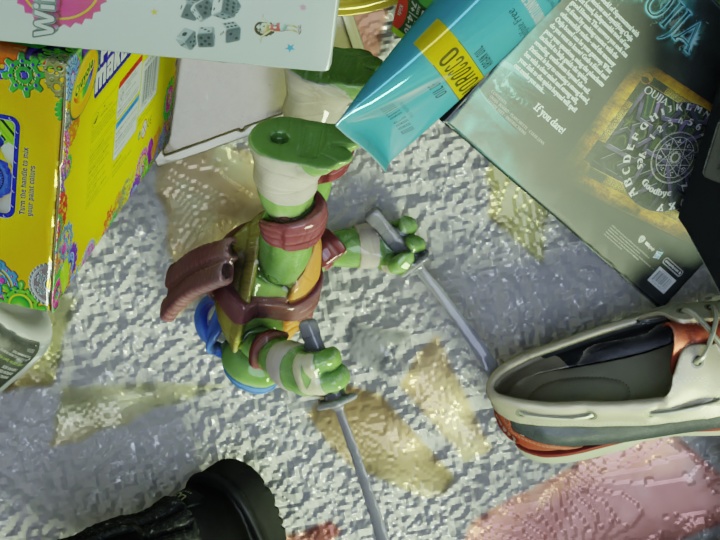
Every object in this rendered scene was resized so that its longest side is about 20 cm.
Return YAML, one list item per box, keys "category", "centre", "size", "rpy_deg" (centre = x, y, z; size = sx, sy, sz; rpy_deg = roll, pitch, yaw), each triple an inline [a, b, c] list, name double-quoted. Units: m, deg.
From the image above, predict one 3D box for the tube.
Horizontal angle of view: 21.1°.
- category: "tube"
  centre: [0.066, -0.129, 0.876]
  size: [0.200, 0.077, 0.050]
  rpy_deg: [-47, 64, 2]

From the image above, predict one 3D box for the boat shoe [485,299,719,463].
- category: "boat shoe"
  centre: [0.165, 0.049, 1.022]
  size: [0.199, 0.071, 0.063]
  rpy_deg: [-17, 143, 13]

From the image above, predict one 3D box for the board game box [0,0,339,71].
- category: "board game box"
  centre: [-0.109, -0.149, 0.828]
  size: [0.199, 0.148, 0.064]
  rpy_deg: [5, 117, -5]

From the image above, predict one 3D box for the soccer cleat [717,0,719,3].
- category: "soccer cleat"
  centre: [0.225, -0.169, 0.999]
  size: [0.199, 0.065, 0.084]
  rpy_deg: [20, 75, -2]

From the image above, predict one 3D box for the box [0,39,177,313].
- category: "box"
  centre: [-0.201, -0.093, 0.903]
  size: [0.192, 0.200, 0.122]
  rpy_deg: [11, 117, 5]

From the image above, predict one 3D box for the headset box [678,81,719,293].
- category: "headset box"
  centre: [0.264, -0.064, 0.937]
  size: [0.199, 0.093, 0.174]
  rpy_deg: [-10, 140, -14]

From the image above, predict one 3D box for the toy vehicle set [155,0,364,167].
- category: "toy vehicle set"
  centre: [-0.080, -0.167, 1.000]
  size: [0.124, 0.027, 0.201]
  rpy_deg: [-18, 104, 3]

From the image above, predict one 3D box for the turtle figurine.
- category: "turtle figurine"
  centre: [0.000, 0.000, 0.974]
  size: [0.144, 0.200, 0.194]
  rpy_deg: [-30, 141, -33]

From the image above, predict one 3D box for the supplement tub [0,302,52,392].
- category: "supplement tub"
  centre: [-0.269, 0.054, 1.002]
  size: [0.200, 0.123, 0.123]
  rpy_deg: [-39, 102, 8]

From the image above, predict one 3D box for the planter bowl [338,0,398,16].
- category: "planter bowl"
  centre: [-0.005, -0.222, 0.938]
  size: [0.200, 0.083, 0.201]
  rpy_deg: [-3, 100, -14]

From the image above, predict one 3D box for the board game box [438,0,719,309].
- category: "board game box"
  centre: [0.139, -0.079, 0.977]
  size: [0.135, 0.028, 0.200]
  rpy_deg: [-48, 130, 6]

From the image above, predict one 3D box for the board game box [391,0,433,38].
- category: "board game box"
  centre: [0.083, -0.197, 0.914]
  size: [0.048, 0.101, 0.200]
  rpy_deg: [39, 138, 26]

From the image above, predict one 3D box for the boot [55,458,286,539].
- category: "boot"
  centre: [-0.097, 0.219, 1.029]
  size: [0.158, 0.079, 0.212]
  rpy_deg: [-27, 98, -40]
